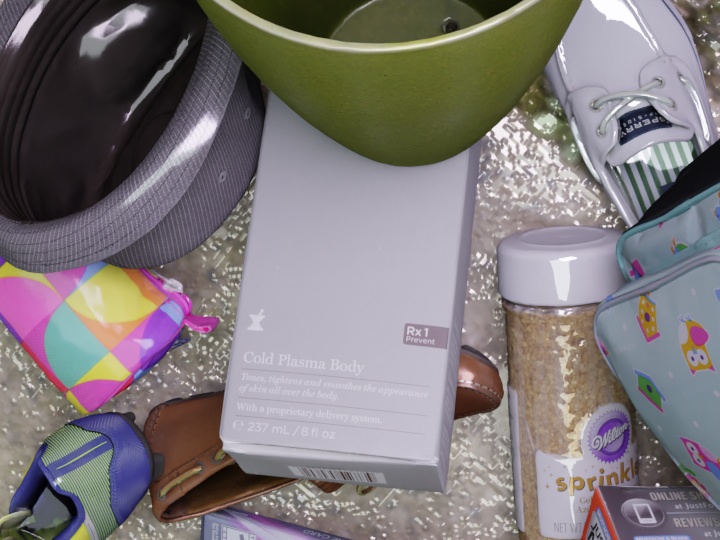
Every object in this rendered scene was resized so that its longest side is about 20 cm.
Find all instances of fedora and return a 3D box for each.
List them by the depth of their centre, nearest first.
[{"bbox_3d":[-0.105,-0.082,0.860,0.176,0.090,0.201,-2,67,35],"label":"fedora"}]

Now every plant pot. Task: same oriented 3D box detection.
[{"bbox_3d":[0.015,-0.129,0.745,0.186,0.200,0.188,-2,69,4],"label":"plant pot"}]

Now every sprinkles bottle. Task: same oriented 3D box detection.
[{"bbox_3d":[0.109,0.080,0.908,0.068,0.068,0.201,-2,103,11],"label":"sprinkles bottle"}]

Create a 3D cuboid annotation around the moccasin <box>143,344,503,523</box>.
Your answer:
[{"bbox_3d":[-0.022,0.087,0.919,0.200,0.074,0.078,-14,58,13],"label":"moccasin"}]

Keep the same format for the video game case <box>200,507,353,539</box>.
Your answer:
[{"bbox_3d":[-0.001,0.216,0.955,0.199,0.019,0.144,11,106,27],"label":"video game case"}]

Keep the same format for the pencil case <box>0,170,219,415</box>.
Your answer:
[{"bbox_3d":[-0.170,-0.019,0.925,0.088,0.088,0.200,-42,92,16],"label":"pencil case"}]

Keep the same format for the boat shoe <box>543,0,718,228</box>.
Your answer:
[{"bbox_3d":[0.142,-0.072,0.866,0.073,0.067,0.201,-28,97,15],"label":"boat shoe"}]

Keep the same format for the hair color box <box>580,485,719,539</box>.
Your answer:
[{"bbox_3d":[0.154,0.199,0.878,0.110,0.064,0.201,1,124,-11],"label":"hair color box"}]

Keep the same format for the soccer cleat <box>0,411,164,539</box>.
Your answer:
[{"bbox_3d":[-0.175,0.147,0.944,0.065,0.084,0.200,50,131,19],"label":"soccer cleat"}]

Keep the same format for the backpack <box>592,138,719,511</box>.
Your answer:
[{"bbox_3d":[0.211,0.035,0.754,0.200,0.176,0.153,47,66,-3],"label":"backpack"}]

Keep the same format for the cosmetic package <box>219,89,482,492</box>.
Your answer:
[{"bbox_3d":[0.000,0.000,0.854,0.106,0.090,0.201,3,75,7],"label":"cosmetic package"}]
